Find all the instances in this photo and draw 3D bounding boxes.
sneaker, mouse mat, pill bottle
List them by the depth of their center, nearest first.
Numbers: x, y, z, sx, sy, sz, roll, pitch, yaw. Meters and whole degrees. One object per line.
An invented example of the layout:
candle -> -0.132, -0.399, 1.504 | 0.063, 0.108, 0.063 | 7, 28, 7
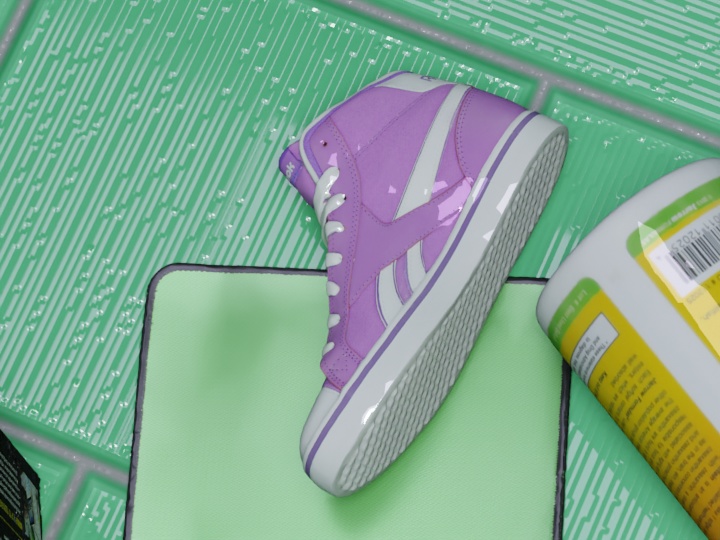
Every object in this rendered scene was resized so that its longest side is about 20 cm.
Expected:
pill bottle -> 0.175, 0.060, 1.199 | 0.111, 0.111, 0.200 | -36, 73, -5
sneaker -> 0.000, 0.000, 1.257 | 0.114, 0.073, 0.201 | 24, 66, 16
mouse mat -> -0.006, 0.077, 1.269 | 0.199, 0.008, 0.162 | 2, 73, 8

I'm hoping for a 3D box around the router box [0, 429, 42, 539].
router box -> -0.169, 0.136, 1.166 | 0.051, 0.200, 0.150 | -6, 72, 2
